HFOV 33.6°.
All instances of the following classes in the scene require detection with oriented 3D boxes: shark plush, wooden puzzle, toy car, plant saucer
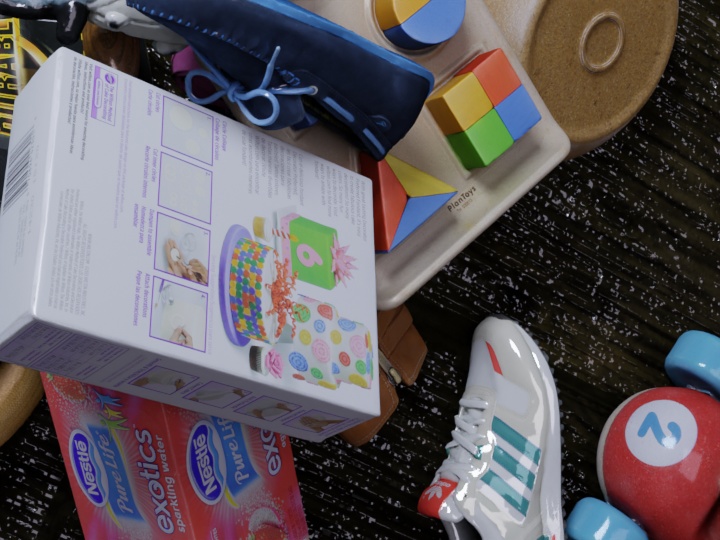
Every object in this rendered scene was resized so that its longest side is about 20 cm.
[{"bbox_3d":[-0.110,-0.157,0.664,0.198,0.092,0.084,-24,54,-14],"label":"shark plush"},{"bbox_3d":[0.024,-0.107,0.736,0.185,0.046,0.201,-40,101,-18],"label":"wooden puzzle"},{"bbox_3d":[0.274,0.157,0.819,0.176,0.200,0.185,40,75,-13],"label":"toy car"},{"bbox_3d":[0.159,-0.164,0.834,0.198,0.035,0.203,-17,122,-28],"label":"plant saucer"}]

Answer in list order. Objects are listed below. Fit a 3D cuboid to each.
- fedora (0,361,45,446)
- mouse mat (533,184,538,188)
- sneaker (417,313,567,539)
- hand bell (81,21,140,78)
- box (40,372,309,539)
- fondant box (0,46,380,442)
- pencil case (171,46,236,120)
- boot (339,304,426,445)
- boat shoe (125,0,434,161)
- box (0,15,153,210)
[{"bbox_3d":[-0.274,0.030,0.696,0.197,0.082,0.204,1,86,-14],"label":"fedora"},{"bbox_3d":[0.063,-0.162,0.867,0.158,0.008,0.204,2,85,-20],"label":"mouse mat"},{"bbox_3d":[0.085,0.134,0.822,0.092,0.070,0.203,-5,91,-26],"label":"sneaker"},{"bbox_3d":[-0.155,-0.186,0.704,0.102,0.104,0.203,-4,66,-19],"label":"hand bell"},{"bbox_3d":[-0.110,0.097,0.698,0.094,0.101,0.203,-31,117,-50],"label":"box"},{"bbox_3d":[-0.082,-0.006,0.609,0.198,0.058,0.146,20,55,-34],"label":"fondant box"},{"bbox_3d":[-0.069,-0.205,0.782,0.092,0.091,0.204,9,82,-17],"label":"pencil case"},{"bbox_3d":[0.000,0.000,0.795,0.155,0.076,0.201,45,62,-20],"label":"boot"},{"bbox_3d":[-0.037,-0.103,0.626,0.198,0.084,0.069,17,102,-37],"label":"boat shoe"},{"bbox_3d":[-0.201,-0.101,0.693,0.157,0.050,0.202,2,54,-25],"label":"box"}]
